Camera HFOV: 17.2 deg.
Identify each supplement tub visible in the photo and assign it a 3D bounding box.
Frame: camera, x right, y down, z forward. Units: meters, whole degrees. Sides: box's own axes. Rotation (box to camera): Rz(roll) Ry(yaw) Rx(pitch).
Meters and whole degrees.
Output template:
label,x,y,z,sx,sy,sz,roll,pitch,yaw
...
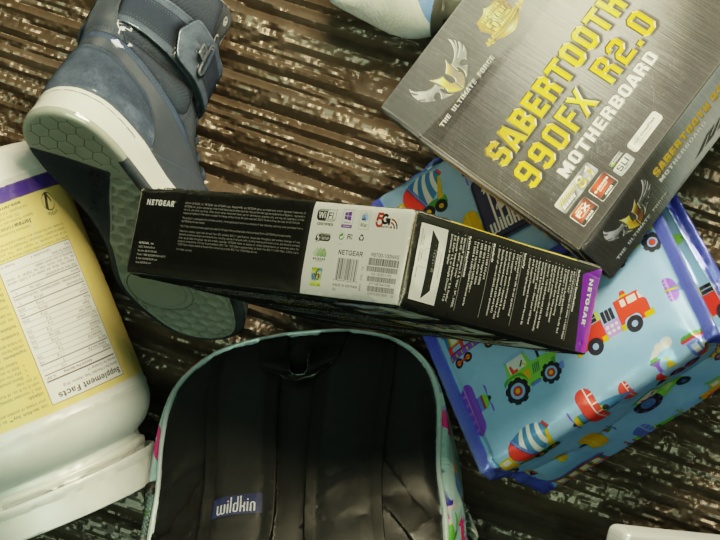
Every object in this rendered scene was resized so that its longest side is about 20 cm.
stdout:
label,x,y,z,sx,sy,sz,roll,pitch,yaw
supplement tub,-0.202,0.043,1.317,0.145,0.145,0.201,-21,93,8

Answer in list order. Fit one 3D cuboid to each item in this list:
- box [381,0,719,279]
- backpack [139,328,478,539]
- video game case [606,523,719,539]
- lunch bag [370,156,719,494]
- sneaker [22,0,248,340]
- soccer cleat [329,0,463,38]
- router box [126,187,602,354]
label,x,y,z,sx,sy,sz,roll,pitch,yaw
box,0.130,-0.119,1.264,0.158,0.048,0.200,39,91,34
backpack,-0.026,0.135,1.294,0.177,0.151,0.201,-6,55,7
video game case,0.202,0.236,1.300,0.199,0.024,0.183,9,97,-28
lunch bag,0.105,-0.004,1.303,0.150,0.094,0.201,-33,66,18
sneaker,-0.101,-0.069,1.331,0.077,0.147,0.203,-3,137,26
soccer cleat,0.032,-0.229,1.304,0.086,0.070,0.201,12,97,5
router box,0.000,0.000,1.225,0.199,0.149,0.051,6,83,43
